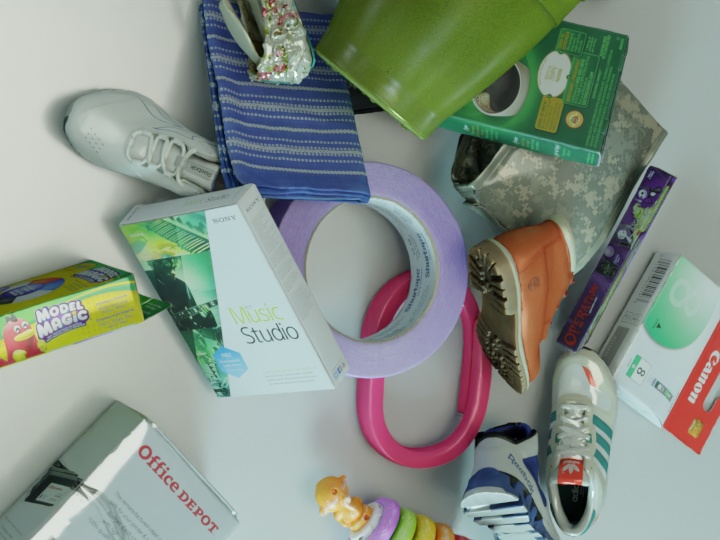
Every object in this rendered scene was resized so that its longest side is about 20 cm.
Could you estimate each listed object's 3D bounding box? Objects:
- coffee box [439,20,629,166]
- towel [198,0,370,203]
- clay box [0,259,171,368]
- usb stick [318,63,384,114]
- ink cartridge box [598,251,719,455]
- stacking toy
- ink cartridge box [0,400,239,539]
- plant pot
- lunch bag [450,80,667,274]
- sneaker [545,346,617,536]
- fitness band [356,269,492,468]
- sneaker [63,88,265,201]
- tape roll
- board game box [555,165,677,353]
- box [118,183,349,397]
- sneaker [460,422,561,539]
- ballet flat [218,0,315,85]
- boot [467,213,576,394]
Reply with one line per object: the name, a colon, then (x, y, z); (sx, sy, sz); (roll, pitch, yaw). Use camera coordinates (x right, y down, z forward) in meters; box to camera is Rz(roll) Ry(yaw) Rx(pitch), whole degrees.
coffee box: (0.143, -0.182, 1.398); (0.198, 0.044, 0.124); (14, 78, 9)
towel: (-0.068, -0.153, 1.337); (0.144, 0.024, 0.202); (2, 65, -30)
clay box: (-0.271, 0.036, 1.254); (0.199, 0.115, 0.048); (-20, 106, -26)
usb stick: (0.004, -0.178, 1.424); (0.198, 0.033, 0.056); (-11, 101, -27)
ink cartridge box: (0.367, 0.098, 1.660); (0.199, 0.050, 0.162); (35, 80, -26)
stacking toy: (0.029, 0.271, 1.474); (0.200, 0.110, 0.117); (40, 71, -16)
ink cartridge box: (-0.229, 0.240, 1.324); (0.200, 0.084, 0.145); (-45, 116, -15)
plant pot: (0.064, -0.229, 1.309); (0.200, 0.200, 0.193); (37, 96, -28)
lunch bag: (0.188, -0.110, 1.489); (0.164, 0.117, 0.201); (41, 72, -28)
sneaker: (0.231, 0.184, 1.559); (0.070, 0.093, 0.202); (4, 101, 12)
fitness band: (0.064, 0.098, 1.499); (0.142, 0.037, 0.202); (1, 96, -27)
sneaker: (-0.165, -0.103, 1.309); (0.199, 0.087, 0.075); (21, 93, -28)
tape roll: (0.000, 0.000, 1.407); (0.198, 0.066, 0.202); (1, 88, -22)
board game box: (0.265, -0.013, 1.527); (0.201, 0.032, 0.120); (-63, 164, 9)
box: (-0.112, 0.023, 1.320); (0.036, 0.143, 0.201); (-52, 124, -45)
sneaker: (0.163, 0.224, 1.529); (0.200, 0.080, 0.116); (58, 33, -49)
ballet flat: (-0.100, -0.256, 1.307); (0.063, 0.076, 0.202); (-19, 83, -25)
boot: (0.169, 0.035, 1.448); (0.107, 0.075, 0.201); (-29, 139, -20)
